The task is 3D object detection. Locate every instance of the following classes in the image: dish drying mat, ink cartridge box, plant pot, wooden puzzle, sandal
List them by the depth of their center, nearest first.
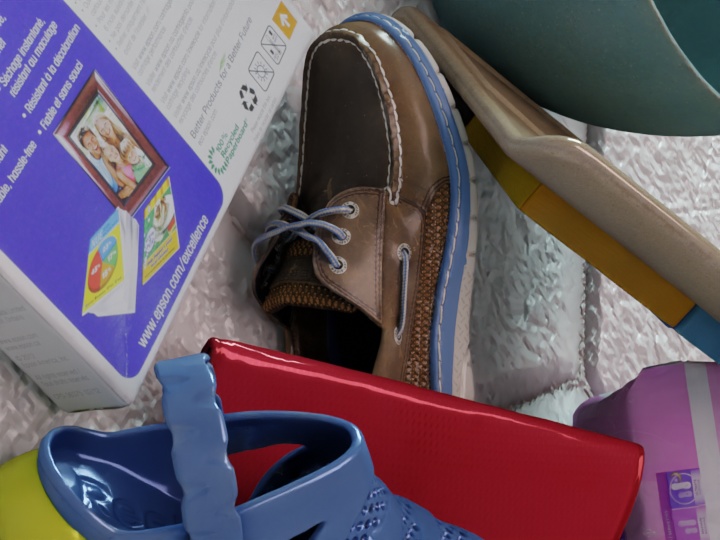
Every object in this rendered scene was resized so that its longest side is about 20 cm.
[{"bbox_3d":[-0.021,0.086,0.755,0.200,0.087,0.080,20,30,-33],"label":"sandal"},{"bbox_3d":[-0.113,-0.087,0.773,0.200,0.043,0.198,52,43,-30],"label":"ink cartridge box"},{"bbox_3d":[0.016,0.080,0.837,0.200,0.018,0.077,16,103,-30],"label":"dish drying mat"},{"bbox_3d":[0.100,-0.024,0.915,0.185,0.037,0.200,36,6,-25],"label":"wooden puzzle"},{"bbox_3d":[0.108,-0.147,0.996,0.200,0.135,0.201,19,64,-47],"label":"plant pot"}]

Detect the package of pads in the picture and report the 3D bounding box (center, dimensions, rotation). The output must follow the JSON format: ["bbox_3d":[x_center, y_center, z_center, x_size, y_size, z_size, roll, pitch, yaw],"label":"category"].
[{"bbox_3d":[0.144,0.142,0.961,0.121,0.075,0.201,112,-29,-80],"label":"package of pads"}]

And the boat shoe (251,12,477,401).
[{"bbox_3d":[0.000,0.000,0.858,0.072,0.072,0.201,-6,88,-45],"label":"boat shoe"}]
